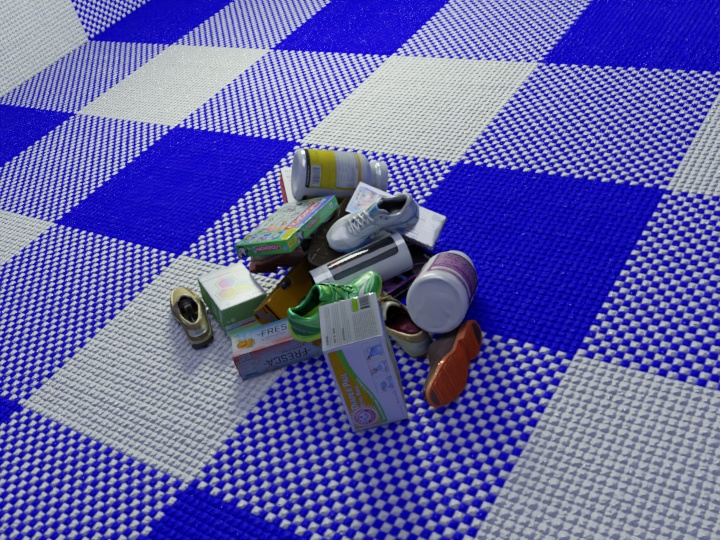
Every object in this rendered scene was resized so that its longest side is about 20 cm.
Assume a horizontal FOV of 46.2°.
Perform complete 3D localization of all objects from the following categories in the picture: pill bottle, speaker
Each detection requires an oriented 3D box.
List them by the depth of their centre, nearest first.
[{"bbox_3d":[0.157,0.031,1.554,0.110,0.114,0.200,-3,17,18],"label":"pill bottle"},{"bbox_3d":[0.000,0.000,1.659,0.198,0.082,0.081,-24,37,-8],"label":"speaker"},{"bbox_3d":[-0.045,-0.200,1.814,0.197,0.113,0.113,3,33,-17],"label":"pill bottle"}]

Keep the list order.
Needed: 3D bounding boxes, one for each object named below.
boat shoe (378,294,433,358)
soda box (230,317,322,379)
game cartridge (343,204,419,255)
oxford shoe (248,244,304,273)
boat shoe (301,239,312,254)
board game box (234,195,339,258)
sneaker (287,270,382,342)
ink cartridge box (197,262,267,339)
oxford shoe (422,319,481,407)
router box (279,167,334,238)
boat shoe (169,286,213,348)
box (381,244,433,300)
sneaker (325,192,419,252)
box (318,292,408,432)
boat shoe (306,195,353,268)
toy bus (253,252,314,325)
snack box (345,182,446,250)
[{"bbox_3d":[0.058,0.082,1.573,0.074,0.067,0.199,-42,52,-21],"label":"boat shoe"},{"bbox_3d":[-0.145,0.138,1.612,0.197,0.064,0.069,-17,37,-1],"label":"soda box"},{"bbox_3d":[0.047,-0.075,1.778,0.197,0.041,0.134,-22,30,1],"label":"game cartridge"},{"bbox_3d":[-0.176,-0.043,1.718,0.070,0.076,0.199,6,-11,-33],"label":"oxford shoe"},{"bbox_3d":[-0.123,-0.095,1.902,0.071,0.061,0.202,11,45,33],"label":"boat shoe"},{"bbox_3d":[-0.146,-0.089,1.695,0.133,0.029,0.200,-7,25,33],"label":"board game box"},{"bbox_3d":[-0.046,0.057,1.547,0.198,0.084,0.074,-31,39,-12],"label":"sneaker"},{"bbox_3d":[-0.253,0.065,1.740,0.103,0.060,0.200,-20,36,-21],"label":"ink cartridge box"},{"bbox_3d":[0.147,0.166,1.469,0.072,0.072,0.200,-10,27,38],"label":"oxford shoe"},{"bbox_3d":[-0.070,-0.156,1.886,0.197,0.049,0.181,-4,50,-14],"label":"router box"},{"bbox_3d":[-0.359,0.077,1.764,0.071,0.077,0.200,-29,38,-15],"label":"boat shoe"},{"bbox_3d":[0.049,0.010,1.721,0.198,0.036,0.143,-31,39,-19],"label":"box"},{"bbox_3d":[0.019,-0.105,1.660,0.198,0.087,0.076,-26,71,1],"label":"sneaker"},{"bbox_3d":[0.006,0.157,1.412,0.100,0.202,0.113,-14,38,4],"label":"box"},{"bbox_3d":[-0.052,-0.069,1.744,0.072,0.068,0.201,36,52,-3],"label":"boat shoe"},{"bbox_3d":[-0.130,0.036,1.710,0.078,0.065,0.200,-36,12,45],"label":"toy bus"},{"bbox_3d":[0.071,-0.111,1.713,0.198,0.024,0.073,24,75,15],"label":"snack box"}]
